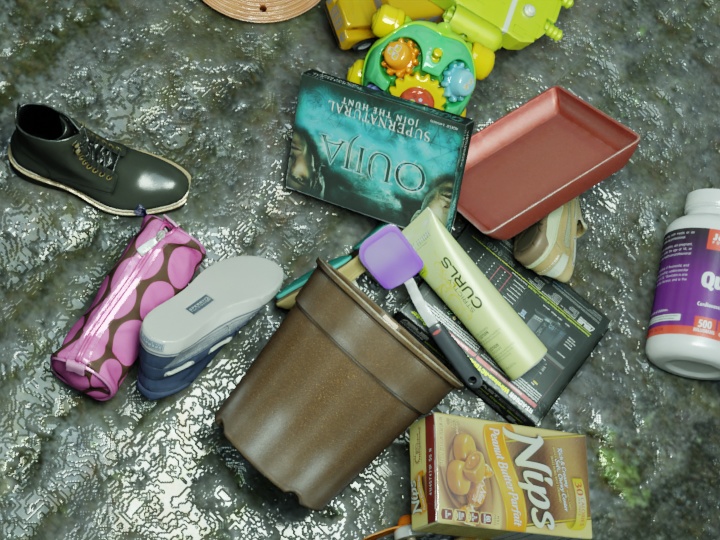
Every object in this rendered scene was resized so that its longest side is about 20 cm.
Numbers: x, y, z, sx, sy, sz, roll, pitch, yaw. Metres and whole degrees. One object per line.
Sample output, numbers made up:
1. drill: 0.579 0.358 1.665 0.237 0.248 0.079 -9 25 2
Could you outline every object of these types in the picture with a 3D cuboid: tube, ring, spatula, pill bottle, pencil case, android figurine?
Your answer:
1. tube: 0.115 0.027 1.650 0.058 0.052 0.200 -40 89 6
2. ring: -0.119 -0.379 1.798 0.199 0.019 0.202 2 76 -9
3. spatula: 0.070 0.044 1.650 0.056 0.021 0.201 -33 94 20
4. pill bottle: 0.389 0.015 1.741 0.112 0.112 0.201 14 74 -6
5. pencil case: -0.246 0.036 1.630 0.090 0.094 0.201 30 73 -2
6. android figurine: 0.153 -0.330 1.754 0.199 0.041 0.183 29 68 -17

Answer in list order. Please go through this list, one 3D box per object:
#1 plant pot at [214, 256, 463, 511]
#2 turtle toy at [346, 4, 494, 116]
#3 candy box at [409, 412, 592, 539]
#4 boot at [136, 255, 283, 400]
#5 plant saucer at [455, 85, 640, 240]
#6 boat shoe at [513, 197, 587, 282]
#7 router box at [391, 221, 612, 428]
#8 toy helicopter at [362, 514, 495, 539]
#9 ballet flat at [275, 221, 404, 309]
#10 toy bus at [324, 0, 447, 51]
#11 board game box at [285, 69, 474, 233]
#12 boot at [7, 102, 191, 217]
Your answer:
1. plant pot: -0.033 0.125 1.591 0.200 0.200 0.198 42 92 2
2. turtle toy: 0.055 -0.188 1.710 0.145 0.201 0.101 21 35 -9
3. candy box: 0.149 0.223 1.637 0.199 0.055 0.116 11 67 -28
4. boot: -0.165 0.059 1.657 0.073 0.091 0.200 37 43 24
5. plant saucer: 0.185 -0.114 1.704 0.199 0.200 0.037 -32 120 -7
6. boat shoe: 0.219 -0.061 1.732 0.076 0.072 0.201 35 44 -17
7. router box: 0.155 0.058 1.713 0.200 0.062 0.150 40 72 1
8. toy helicopter: 0.092 0.299 1.647 0.199 0.079 0.132 -33 77 -28
9. ballet flat: 0.000 0.000 1.700 0.199 0.069 0.063 -35 98 -15
10. toy bus: 0.062 -0.305 1.771 0.199 0.078 0.065 -13 78 -29
11. board game box: 0.018 -0.124 1.672 0.199 0.028 0.136 20 115 22
12. boot: -0.275 -0.117 1.640 0.199 0.138 0.078 9 74 -9
